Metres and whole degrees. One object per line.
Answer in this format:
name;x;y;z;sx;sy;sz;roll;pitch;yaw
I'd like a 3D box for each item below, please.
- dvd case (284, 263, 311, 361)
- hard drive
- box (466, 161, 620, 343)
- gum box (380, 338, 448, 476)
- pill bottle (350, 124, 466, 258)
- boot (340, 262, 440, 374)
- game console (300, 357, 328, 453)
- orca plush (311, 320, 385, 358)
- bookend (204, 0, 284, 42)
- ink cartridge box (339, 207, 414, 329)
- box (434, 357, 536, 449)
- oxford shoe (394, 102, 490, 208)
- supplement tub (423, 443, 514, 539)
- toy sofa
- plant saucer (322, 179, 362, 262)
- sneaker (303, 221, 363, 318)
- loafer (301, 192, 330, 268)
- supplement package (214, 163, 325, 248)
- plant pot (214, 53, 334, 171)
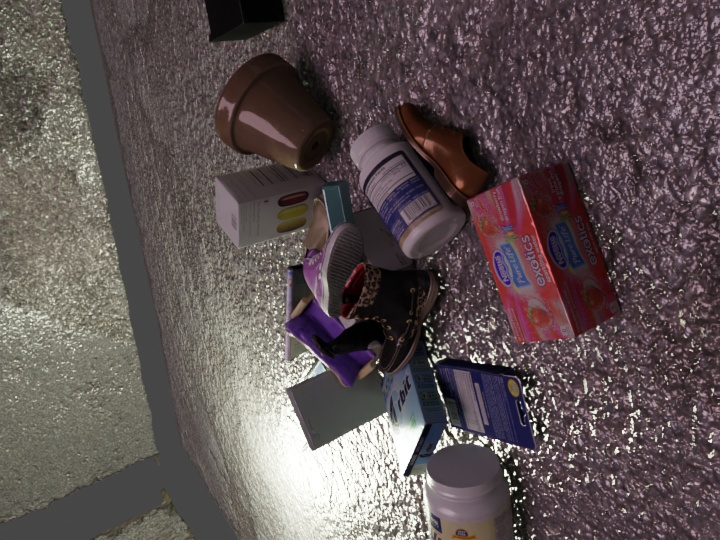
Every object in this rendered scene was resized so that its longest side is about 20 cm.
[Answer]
dvd case;-0.132;0.086;1.310;0.017;0.143;0.202;3;96;14
hard drive;-0.040;0.265;1.223;0.026;0.199;0.133;-36;76;57
box;0.227;-0.020;0.748;0.102;0.094;0.202;-20;90;60
gum box;0.092;0.237;1.078;0.201;0.044;0.171;-105;20;-45
pill bottle;0.067;-0.128;0.928;0.201;0.110;0.111;58;147;21
boot;0.035;0.079;1.001;0.201;0.150;0.073;-66;33;21
game console;-0.113;0.317;1.446;0.173;0.118;0.200;58;146;19
orca plush;-0.004;0.104;1.098;0.105;0.199;0.072;14;104;51
bookend;-0.251;-0.584;1.200;0.199;0.092;0.201;12;115;56
ink cartridge box;0.000;0.000;1.128;0.146;0.083;0.200;57;146;21
box;0.206;0.213;0.967;0.199;0.032;0.122;-3;104;60
oxford shoe;0.122;-0.186;0.873;0.071;0.071;0.201;-47;63;25
supplement tub;0.183;0.413;1.004;0.145;0.144;0.202;14;118;54
toy sofa;-0.051;0.135;1.208;0.200;0.098;0.083;43;144;2
plant saucer;-0.030;-0.057;1.050;0.070;0.019;0.202;7;111;55
sneaker;-0.060;-0.021;1.033;0.114;0.072;0.201;50;142;34
loafer;-0.083;-0.063;1.235;0.076;0.068;0.202;33;129;45
supplement package;-0.187;-0.143;1.233;0.110;0.199;0.114;45;142;36
plant pot;-0.147;-0.282;1.138;0.174;0.200;0.201;36;138;15
